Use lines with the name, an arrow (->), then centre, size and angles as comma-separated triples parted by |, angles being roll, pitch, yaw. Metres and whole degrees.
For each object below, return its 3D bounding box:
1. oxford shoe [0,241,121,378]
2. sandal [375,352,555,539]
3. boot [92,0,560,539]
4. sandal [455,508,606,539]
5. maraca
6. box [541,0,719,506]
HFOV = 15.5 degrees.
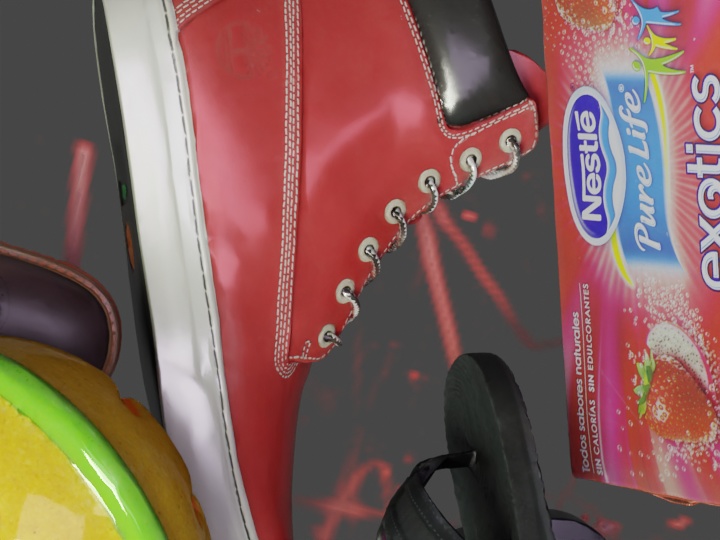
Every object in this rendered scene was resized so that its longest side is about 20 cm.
oxford shoe -> -0.169, 0.025, 0.791 | 0.199, 0.073, 0.072 | -1, 97, -11
sandal -> 0.032, 0.110, 0.789 | 0.048, 0.075, 0.201 | 1, 57, -10
boot -> 0.000, 0.000, 0.823 | 0.143, 0.072, 0.201 | -7, 95, -11
sandal -> -0.008, 0.128, 0.850 | 0.199, 0.043, 0.076 | -23, 101, -7
maraca -> -0.100, 0.103, 0.775 | 0.107, 0.137, 0.201 | -35, 140, -38
box -> 0.123, -0.035, 0.812 | 0.099, 0.095, 0.201 | -11, 100, -36
